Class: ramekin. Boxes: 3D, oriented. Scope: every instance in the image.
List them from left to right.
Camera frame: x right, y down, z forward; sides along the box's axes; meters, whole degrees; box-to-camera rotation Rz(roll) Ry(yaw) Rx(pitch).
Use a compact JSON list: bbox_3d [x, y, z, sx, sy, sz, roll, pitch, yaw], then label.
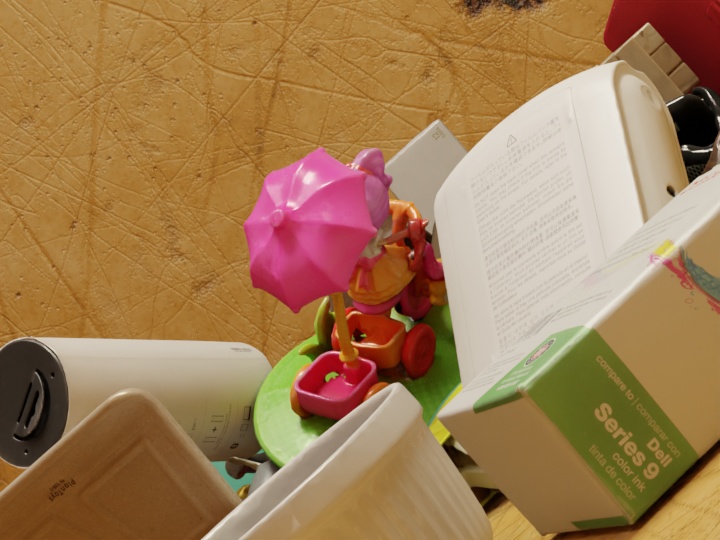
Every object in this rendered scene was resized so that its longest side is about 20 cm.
[{"bbox_3d":[-0.020,0.163,1.197,0.200,0.105,0.200,-41,2,1],"label":"ramekin"}]

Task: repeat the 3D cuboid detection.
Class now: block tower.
[{"bbox_3d":[0.182,-0.121,1.577,0.054,0.058,0.200,-42,1,-5],"label":"block tower"}]

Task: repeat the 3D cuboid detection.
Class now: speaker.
[{"bbox_3d":[-0.143,0.084,1.429,0.081,0.082,0.199,-40,-25,30],"label":"speaker"}]

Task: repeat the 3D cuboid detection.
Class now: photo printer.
[{"bbox_3d":[0.122,-0.015,1.331,0.166,0.069,0.201,-36,46,33],"label":"photo printer"}]

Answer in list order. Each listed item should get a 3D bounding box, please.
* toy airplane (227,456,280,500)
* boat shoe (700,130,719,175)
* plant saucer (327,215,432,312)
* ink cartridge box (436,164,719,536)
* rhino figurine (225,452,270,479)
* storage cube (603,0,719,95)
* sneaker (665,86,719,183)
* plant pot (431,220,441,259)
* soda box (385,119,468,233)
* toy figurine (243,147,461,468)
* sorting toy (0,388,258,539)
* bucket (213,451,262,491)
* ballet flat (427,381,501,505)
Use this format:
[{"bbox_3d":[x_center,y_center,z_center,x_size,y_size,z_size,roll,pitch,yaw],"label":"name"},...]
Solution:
[{"bbox_3d":[-0.099,0.199,1.478,0.200,0.141,0.199,-41,2,-7],"label":"toy airplane"},{"bbox_3d":[0.223,-0.018,1.359,0.203,0.075,0.075,-52,-40,-1],"label":"boat shoe"},{"bbox_3d":[0.042,0.047,1.669,0.034,0.202,0.200,-17,13,27],"label":"plant saucer"},{"bbox_3d":[0.150,0.030,1.086,0.200,0.088,0.145,-43,2,-16],"label":"ink cartridge box"},{"bbox_3d":[-0.018,0.096,1.544,0.087,0.060,0.200,6,-26,-38],"label":"rhino figurine"},{"bbox_3d":[0.293,-0.188,1.544,0.171,0.200,0.180,-41,-13,-16],"label":"storage cube"},{"bbox_3d":[0.227,-0.065,1.496,0.076,0.114,0.199,-39,-1,-2],"label":"sneaker"},{"bbox_3d":[0.117,-0.019,1.653,0.200,0.093,0.202,-28,-33,-20],"label":"plant pot"},{"bbox_3d":[0.102,-0.025,1.805,0.068,0.200,0.064,-40,2,5],"label":"soda box"},{"bbox_3d":[0.000,0.000,1.400,0.149,0.185,0.200,14,47,30],"label":"toy figurine"},{"bbox_3d":[-0.124,0.185,1.352,0.185,0.200,0.036,-40,5,32],"label":"sorting toy"},{"bbox_3d":[-0.129,0.216,1.937,0.207,0.135,0.207,-41,2,2],"label":"bucket"},{"bbox_3d":[0.054,0.130,1.347,0.200,0.067,0.067,-44,24,-25],"label":"ballet flat"}]
